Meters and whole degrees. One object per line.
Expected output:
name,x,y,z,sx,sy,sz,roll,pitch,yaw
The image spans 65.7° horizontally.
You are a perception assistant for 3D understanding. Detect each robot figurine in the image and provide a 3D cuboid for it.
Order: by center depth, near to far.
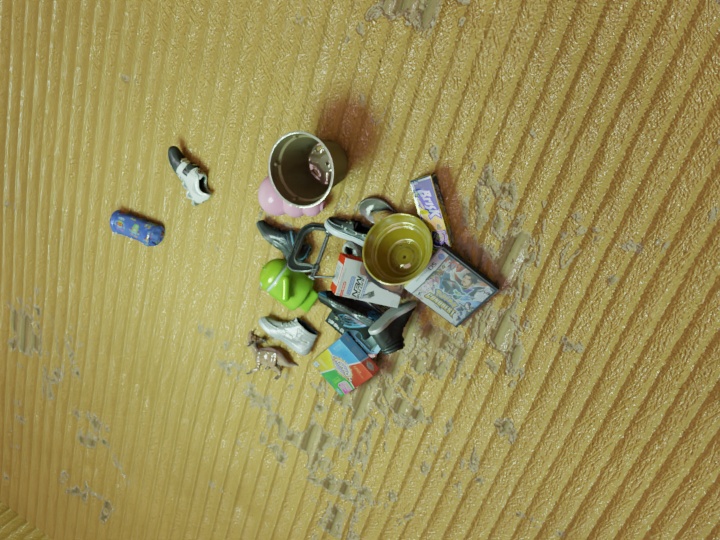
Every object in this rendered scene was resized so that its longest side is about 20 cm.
robot figurine,-0.226,0.043,1.724,0.199,0.175,0.116,38,88,-13

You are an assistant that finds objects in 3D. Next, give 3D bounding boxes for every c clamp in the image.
c clamp,-0.133,-0.058,1.651,0.169,0.202,0.027,-1,148,23

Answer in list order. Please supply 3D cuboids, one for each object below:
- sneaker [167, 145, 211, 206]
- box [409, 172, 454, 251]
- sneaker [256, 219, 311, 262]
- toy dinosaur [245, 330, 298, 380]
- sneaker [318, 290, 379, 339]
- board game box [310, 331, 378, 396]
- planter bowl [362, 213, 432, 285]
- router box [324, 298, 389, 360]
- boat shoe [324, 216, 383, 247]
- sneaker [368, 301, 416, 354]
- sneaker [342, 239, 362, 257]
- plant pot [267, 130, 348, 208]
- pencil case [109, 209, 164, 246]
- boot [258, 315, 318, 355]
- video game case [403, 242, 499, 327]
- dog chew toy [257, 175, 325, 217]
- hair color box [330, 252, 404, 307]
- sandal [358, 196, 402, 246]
sneaker,-0.541,-0.316,1.795,0.088,0.074,0.202,-18,107,27
box,0.197,-0.159,1.520,0.064,0.070,0.203,-14,100,23
sneaker,-0.239,-0.099,1.740,0.200,0.073,0.082,41,91,9
toy dinosaur,-0.310,0.282,1.871,0.197,0.086,0.138,8,102,15
sneaker,-0.045,0.129,1.631,0.198,0.073,0.083,29,115,13
board game box,-0.052,0.297,1.745,0.153,0.040,0.200,47,136,1
planter bowl,0.111,-0.047,1.526,0.198,0.083,0.203,-7,71,20
router box,0.010,0.152,1.700,0.199,0.062,0.151,38,115,9
boat shoe,-0.015,-0.119,1.615,0.198,0.069,0.057,26,128,19
sneaker,0.106,0.166,1.596,0.070,0.199,0.100,-9,109,46
sneaker,0.000,0.000,1.641,0.075,0.092,0.202,-26,94,28
plant pot,-0.126,-0.292,1.556,0.198,0.183,0.203,7,109,21
pencil case,-0.783,-0.144,1.943,0.198,0.078,0.088,20,83,17
boot,-0.231,0.184,1.818,0.199,0.074,0.096,32,110,2
video game case,0.249,0.046,1.545,0.199,0.026,0.181,36,124,-8
dog chew toy,-0.200,-0.213,1.653,0.197,0.125,0.126,15,111,10
hair color box,0.025,0.029,1.587,0.197,0.064,0.112,12,102,-22
sandal,0.075,-0.134,1.589,0.200,0.055,0.082,45,117,5
